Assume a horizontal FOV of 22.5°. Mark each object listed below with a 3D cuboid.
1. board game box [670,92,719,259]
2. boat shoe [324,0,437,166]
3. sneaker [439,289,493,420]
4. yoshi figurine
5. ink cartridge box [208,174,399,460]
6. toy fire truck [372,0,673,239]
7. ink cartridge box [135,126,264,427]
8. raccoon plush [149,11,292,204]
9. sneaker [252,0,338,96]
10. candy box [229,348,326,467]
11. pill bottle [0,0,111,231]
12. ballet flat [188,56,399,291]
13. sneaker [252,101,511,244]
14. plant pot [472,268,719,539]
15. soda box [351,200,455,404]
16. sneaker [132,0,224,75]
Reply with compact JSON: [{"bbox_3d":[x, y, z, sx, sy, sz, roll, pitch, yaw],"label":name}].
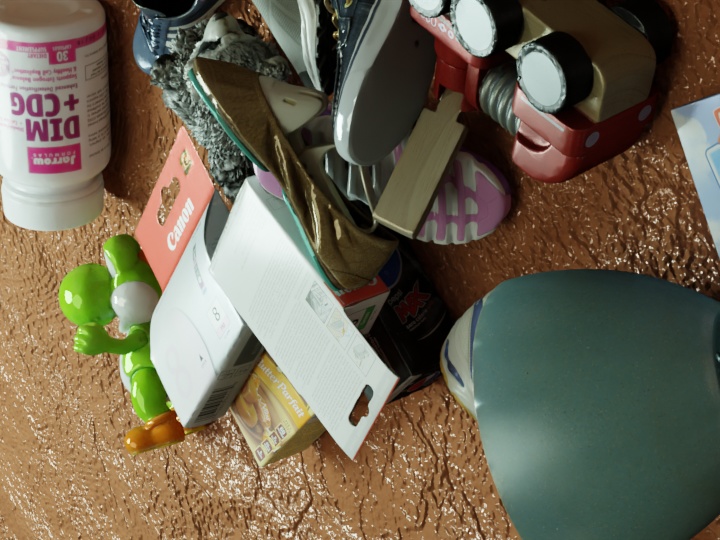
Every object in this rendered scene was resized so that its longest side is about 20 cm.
[{"bbox_3d":[0.273,-0.020,1.055,0.151,0.036,0.201,-17,91,55],"label":"board game box"},{"bbox_3d":[0.006,-0.176,1.256,0.091,0.071,0.201,19,91,40],"label":"boat shoe"},{"bbox_3d":[0.129,0.103,1.271,0.200,0.075,0.088,54,141,20],"label":"sneaker"},{"bbox_3d":[-0.221,0.070,1.689,0.112,0.111,0.201,-15,91,61],"label":"yoshi figurine"},{"bbox_3d":[-0.030,0.030,1.358,0.200,0.050,0.109,51,140,22],"label":"ink cartridge box"},{"bbox_3d":[0.091,-0.106,1.191,0.176,0.128,0.201,43,145,31],"label":"toy fire truck"},{"bbox_3d":[-0.149,0.007,1.533,0.201,0.057,0.163,57,142,21],"label":"ink cartridge box"},{"bbox_3d":[-0.081,-0.116,1.420,0.200,0.097,0.134,57,172,-31],"label":"raccoon plush"},{"bbox_3d":[-0.051,-0.211,1.314,0.079,0.074,0.201,12,142,31],"label":"sneaker"},{"bbox_3d":[-0.052,0.069,1.506,0.116,0.055,0.200,61,144,15],"label":"candy box"},{"bbox_3d":[-0.287,-0.146,1.663,0.113,0.113,0.201,29,128,42],"label":"pill bottle"},{"bbox_3d":[-0.038,-0.080,1.272,0.072,0.068,0.201,-32,96,16],"label":"ballet flat"},{"bbox_3d":[0.023,-0.082,1.324,0.199,0.088,0.081,17,119,22],"label":"sneaker"},{"bbox_3d":[0.178,0.085,1.124,0.134,0.200,0.201,-17,92,30],"label":"plant pot"},{"bbox_3d":[0.000,0.000,1.400,0.201,0.063,0.071,60,143,13],"label":"soda box"},{"bbox_3d":[-0.163,-0.221,1.490,0.075,0.084,0.200,60,143,13],"label":"sneaker"}]
